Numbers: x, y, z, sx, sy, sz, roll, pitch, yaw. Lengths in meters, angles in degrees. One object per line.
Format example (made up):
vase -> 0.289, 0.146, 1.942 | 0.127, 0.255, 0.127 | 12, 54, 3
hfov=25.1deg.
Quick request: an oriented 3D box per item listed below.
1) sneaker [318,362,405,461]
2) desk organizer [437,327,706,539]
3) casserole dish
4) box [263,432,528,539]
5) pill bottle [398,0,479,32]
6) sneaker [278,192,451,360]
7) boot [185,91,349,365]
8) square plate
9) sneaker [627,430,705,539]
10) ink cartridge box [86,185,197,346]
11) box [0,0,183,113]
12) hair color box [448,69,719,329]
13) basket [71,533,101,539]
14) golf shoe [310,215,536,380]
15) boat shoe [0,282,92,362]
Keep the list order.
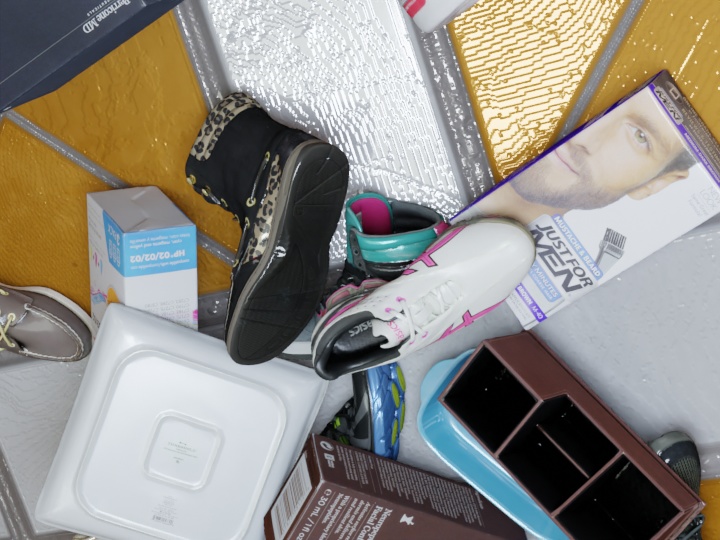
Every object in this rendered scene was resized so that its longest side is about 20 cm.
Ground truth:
sneaker -> -0.008, 0.150, 1.403 | 0.083, 0.071, 0.200 | 13, 118, 14
desk organizer -> 0.159, 0.139, 1.245 | 0.200, 0.077, 0.072 | 46, 115, 21
casserole dish -> 0.140, 0.142, 1.350 | 0.200, 0.039, 0.121 | 39, 121, 8
box -> 0.029, 0.222, 1.356 | 0.200, 0.075, 0.100 | 19, 114, -20
pill bottle -> 0.032, -0.285, 1.194 | 0.111, 0.111, 0.200 | -36, 92, 31
sneaker -> 0.000, 0.000, 1.333 | 0.200, 0.084, 0.121 | -15, 107, 22
boot -> -0.090, -0.039, 1.329 | 0.151, 0.073, 0.200 | 42, 123, 46
square plate -> -0.149, 0.151, 1.359 | 0.200, 0.028, 0.198 | 19, 94, -11
sneaker -> 0.257, 0.229, 1.283 | 0.114, 0.076, 0.200 | 38, 130, 48
ink cartridge box -> -0.191, 0.039, 1.418 | 0.115, 0.068, 0.200 | -140, 46, -58
box -> -0.268, -0.259, 1.350 | 0.200, 0.104, 0.182 | -28, 95, 31
hair color box -> 0.180, -0.052, 1.242 | 0.200, 0.065, 0.109 | -35, 92, 30
basket -> -0.158, 0.277, 1.493 | 0.200, 0.123, 0.136 | -8, 107, 27
golf shoe -> 0.049, 0.029, 1.241 | 0.200, 0.092, 0.073 | -30, 108, 26
boat shoe -> -0.342, 0.044, 1.527 | 0.200, 0.060, 0.072 | 22, 117, 16
